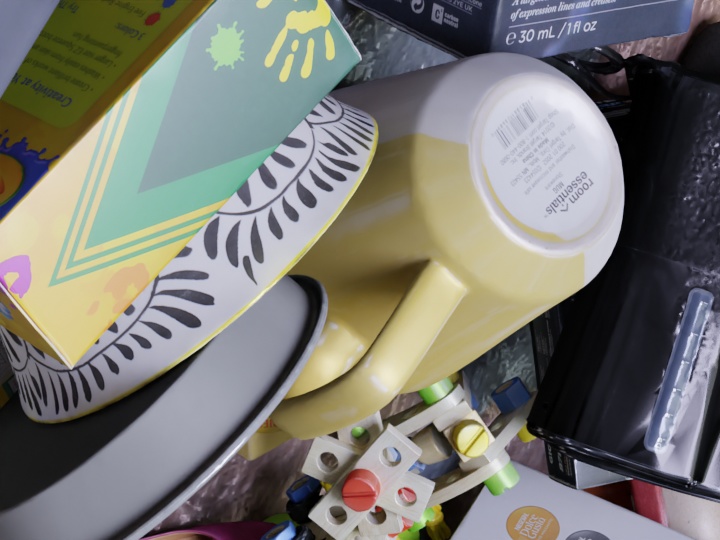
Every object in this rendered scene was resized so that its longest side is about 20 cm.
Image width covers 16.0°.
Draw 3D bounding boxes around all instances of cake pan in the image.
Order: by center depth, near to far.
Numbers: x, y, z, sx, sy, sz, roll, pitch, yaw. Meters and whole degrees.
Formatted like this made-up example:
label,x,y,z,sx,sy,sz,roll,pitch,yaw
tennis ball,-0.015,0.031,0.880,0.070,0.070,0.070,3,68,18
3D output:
label,x,y,z,sx,sy,sz,roll,pitch,yaw
cake pan,-0.102,0.059,1.102,0.200,0.200,0.037,-46,108,-17

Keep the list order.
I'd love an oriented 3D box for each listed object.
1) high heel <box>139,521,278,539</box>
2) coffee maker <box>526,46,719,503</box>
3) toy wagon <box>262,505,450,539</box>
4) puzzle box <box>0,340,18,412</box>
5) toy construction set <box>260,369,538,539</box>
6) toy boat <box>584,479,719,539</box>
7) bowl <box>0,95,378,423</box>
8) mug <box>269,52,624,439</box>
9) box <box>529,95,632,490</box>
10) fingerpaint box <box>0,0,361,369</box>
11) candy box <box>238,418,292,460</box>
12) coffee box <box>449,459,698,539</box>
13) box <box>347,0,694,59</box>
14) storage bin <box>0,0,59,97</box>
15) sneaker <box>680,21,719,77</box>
label,x,y,z,sx,sy,sz,roll,pitch,yaw
high heel,-0.104,0.151,1.258,0.199,0.068,0.096,-22,150,-33
coffee maker,0.152,0.004,1.295,0.135,0.191,0.201,24,85,-68
toy wagon,-0.031,0.195,1.402,0.200,0.039,0.156,-45,139,-19
puzzle box,-0.206,0.064,1.146,0.133,0.025,0.201,-44,138,-20
toy construction set,0.017,0.111,1.291,0.131,0.093,0.200,-30,177,19
toy boat,0.177,0.122,1.519,0.130,0.130,0.201,12,62,-49
bowl,-0.098,-0.036,1.105,0.201,0.200,0.094,-46,110,-16
mug,0.043,-0.012,1.175,0.149,0.153,0.188,10,72,-30
box,0.168,0.005,1.380,0.158,0.046,0.201,-11,99,-17
fingerpaint box,-0.125,-0.071,1.007,0.167,0.200,0.073,-48,129,-15
candy box,0.000,0.000,1.303,0.199,0.056,0.117,-26,129,-33
coffee box,0.112,0.267,1.411,0.200,0.197,0.201,-53,158,-40
box,0.092,-0.214,1.230,0.148,0.107,0.201,-14,122,-41
storage bin,-0.176,-0.115,0.937,0.145,0.200,0.135,18,111,-33
sneaker,0.155,-0.057,1.424,0.115,0.075,0.201,19,81,-26
